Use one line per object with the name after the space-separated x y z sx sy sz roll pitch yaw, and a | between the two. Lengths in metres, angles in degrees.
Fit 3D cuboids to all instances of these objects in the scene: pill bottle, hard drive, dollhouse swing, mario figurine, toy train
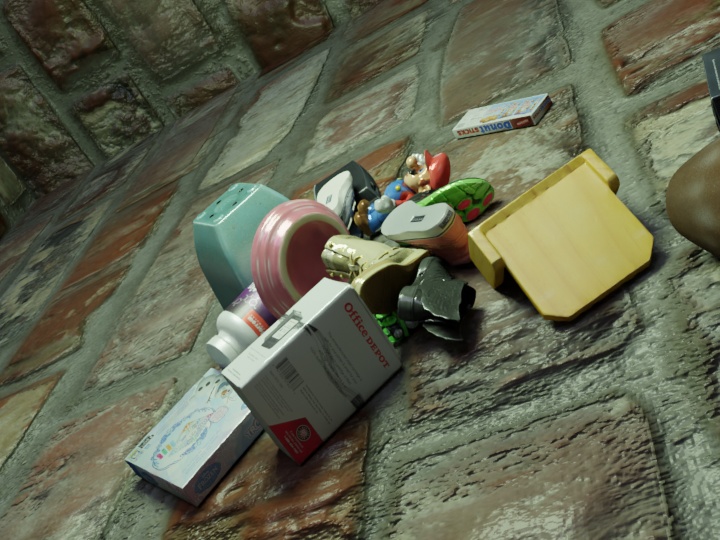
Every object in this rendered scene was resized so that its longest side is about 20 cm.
-0.156 0.078 1.430 0.200 0.113 0.111 -47 28 -25 | pill bottle
-0.034 -0.157 1.781 0.133 0.043 0.201 -33 25 5 | hard drive
0.273 -0.024 1.178 0.198 0.177 0.182 -34 -17 -1 | dollhouse swing
0.070 -0.154 1.566 0.198 0.105 0.125 -32 55 21 | mario figurine
0.038 0.052 1.329 0.055 0.042 0.200 -25 24 -8 | toy train

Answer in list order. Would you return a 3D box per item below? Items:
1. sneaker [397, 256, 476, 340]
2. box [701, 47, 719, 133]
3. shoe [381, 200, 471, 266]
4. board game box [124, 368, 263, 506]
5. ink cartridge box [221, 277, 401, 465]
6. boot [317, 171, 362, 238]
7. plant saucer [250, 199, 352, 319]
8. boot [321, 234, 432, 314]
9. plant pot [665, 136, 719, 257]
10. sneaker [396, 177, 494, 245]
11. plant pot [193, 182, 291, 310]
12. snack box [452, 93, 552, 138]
0.118 0.036 1.232 0.102 0.061 0.200 3 23 21 | sneaker
0.560 -0.249 1.139 0.197 0.105 0.149 -19 28 28 | box
0.109 -0.054 1.371 0.072 0.091 0.199 -53 22 -14 | shoe
-0.234 0.242 1.317 0.197 0.044 0.200 1 42 53 | board game box
-0.063 0.131 1.182 0.199 0.146 0.083 -42 24 -16 | ink cartridge box
-0.034 -0.106 1.639 0.072 0.091 0.201 -25 24 22 | boot
-0.079 -0.012 1.386 0.050 0.202 0.201 -4 37 52 | plant saucer
0.000 0.000 1.300 0.153 0.074 0.199 14 25 29 | boot
0.427 -0.079 0.948 0.186 0.188 0.200 -39 11 -13 | plant pot
0.129 -0.113 1.463 0.197 0.077 0.085 -19 32 27 | sneaker
-0.191 -0.044 1.586 0.196 0.202 0.195 -44 26 -21 | plant pot
0.267 -0.293 1.674 0.198 0.025 0.072 -1 40 50 | snack box
